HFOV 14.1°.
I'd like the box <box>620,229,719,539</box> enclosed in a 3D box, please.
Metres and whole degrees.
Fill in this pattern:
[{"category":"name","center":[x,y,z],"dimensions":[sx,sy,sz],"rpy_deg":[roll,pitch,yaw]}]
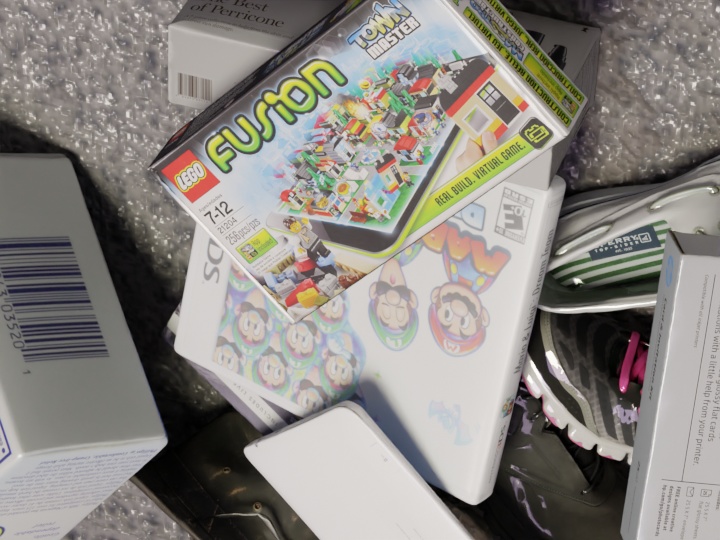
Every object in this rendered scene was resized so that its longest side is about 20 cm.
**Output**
[{"category":"box","center":[0.231,0.068,1.363],"dimensions":[0.199,0.041,0.157],"rpy_deg":[5,109,-7]}]

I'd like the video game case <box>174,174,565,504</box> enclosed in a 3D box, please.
[{"category":"video game case","center":[0.000,0.000,1.495],"dimensions":[0.199,0.024,0.183],"rpy_deg":[25,119,26]}]

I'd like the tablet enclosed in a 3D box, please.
[{"category":"tablet","center":[0.028,0.156,1.537],"dimensions":[0.200,0.014,0.130],"rpy_deg":[50,150,-8]}]

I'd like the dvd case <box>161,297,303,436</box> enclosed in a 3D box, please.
[{"category":"dvd case","center":[-0.011,0.014,1.533],"dimensions":[0.149,0.016,0.200],"rpy_deg":[43,126,14]}]

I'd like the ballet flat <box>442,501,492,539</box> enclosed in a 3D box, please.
[{"category":"ballet flat","center":[0.040,0.164,1.619],"dimensions":[0.071,0.072,0.200],"rpy_deg":[27,152,3]}]

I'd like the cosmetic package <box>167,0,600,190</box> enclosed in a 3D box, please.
[{"category":"cosmetic package","center":[0.011,-0.102,1.439],"dimensions":[0.199,0.083,0.051],"rpy_deg":[14,128,14]}]

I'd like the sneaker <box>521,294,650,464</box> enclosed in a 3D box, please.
[{"category":"sneaker","center":[0.171,0.066,1.503],"dimensions":[0.199,0.074,0.087],"rpy_deg":[36,133,-11]}]

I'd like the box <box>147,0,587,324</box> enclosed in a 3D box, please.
[{"category":"box","center":[0.001,-0.064,1.394],"dimensions":[0.110,0.035,0.200],"rpy_deg":[46,129,-11]}]

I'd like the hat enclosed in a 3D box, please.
[{"category":"hat","center":[-0.060,0.130,1.641],"dimensions":[0.201,0.201,0.081],"rpy_deg":[43,90,-11]}]

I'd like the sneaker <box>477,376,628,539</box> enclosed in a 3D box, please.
[{"category":"sneaker","center":[0.090,0.089,1.558],"dimensions":[0.200,0.076,0.091],"rpy_deg":[38,128,-8]}]

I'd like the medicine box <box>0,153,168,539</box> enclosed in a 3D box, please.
[{"category":"medicine box","center":[-0.221,0.062,1.600],"dimensions":[0.200,0.103,0.183],"rpy_deg":[-41,62,42]}]

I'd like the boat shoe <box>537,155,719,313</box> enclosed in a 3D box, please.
[{"category":"boat shoe","center":[0.173,-0.013,1.442],"dimensions":[0.199,0.067,0.074],"rpy_deg":[-18,117,34]}]
